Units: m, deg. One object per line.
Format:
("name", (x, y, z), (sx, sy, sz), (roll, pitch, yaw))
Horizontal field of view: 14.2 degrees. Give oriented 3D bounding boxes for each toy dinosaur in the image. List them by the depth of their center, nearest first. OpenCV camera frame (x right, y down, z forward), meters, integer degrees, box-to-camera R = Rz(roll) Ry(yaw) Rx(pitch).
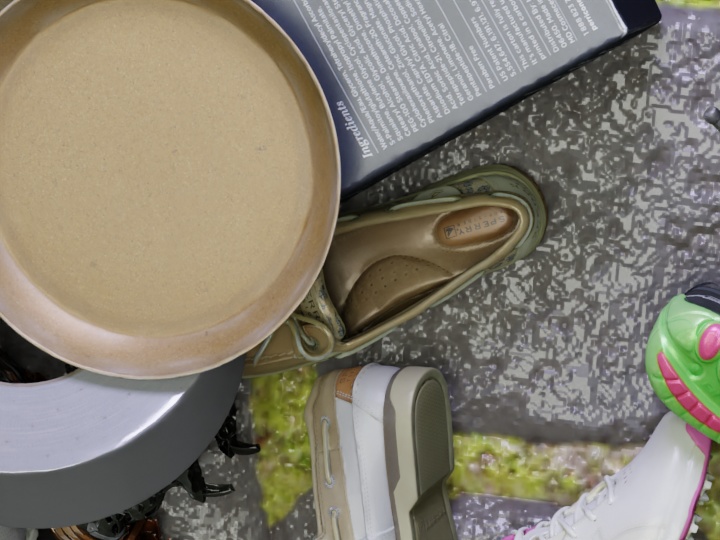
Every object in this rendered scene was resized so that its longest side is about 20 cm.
("toy dinosaur", (-0.132, 0.105, 1.550), (0.136, 0.102, 0.200), (-35, 125, 29))

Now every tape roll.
("tape roll", (-0.160, 0.026, 1.460), (0.199, 0.066, 0.201), (-2, 61, 4))

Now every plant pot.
("plant pot", (-0.104, -0.048, 1.388), (0.199, 0.027, 0.201), (2, 99, 12))

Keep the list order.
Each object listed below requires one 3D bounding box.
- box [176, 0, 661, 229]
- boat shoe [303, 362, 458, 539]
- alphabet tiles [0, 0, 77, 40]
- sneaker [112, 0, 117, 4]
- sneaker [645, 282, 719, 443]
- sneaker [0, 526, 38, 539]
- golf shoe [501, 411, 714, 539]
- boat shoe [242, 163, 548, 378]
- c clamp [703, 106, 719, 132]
("box", (0.033, -0.118, 1.440), (0.200, 0.148, 0.107), (-30, 91, 14))
("boat shoe", (0.010, 0.147, 1.527), (0.068, 0.075, 0.201), (4, 98, 25))
("alphabet tiles", (-0.227, -0.141, 1.488), (0.167, 0.200, 0.008), (44, 63, 1))
("sneaker", (-0.117, -0.102, 1.475), (0.087, 0.075, 0.200), (-7, 134, 22))
("sneaker", (0.226, 0.080, 1.465), (0.077, 0.084, 0.200), (-33, 108, 28))
("sneaker", (-0.163, 0.173, 1.534), (0.115, 0.074, 0.200), (8, 137, 8))
("golf shoe", (0.112, 0.152, 1.495), (0.091, 0.075, 0.200), (27, 101, -2))
("boat shoe", (0.000, 0.000, 1.505), (0.200, 0.063, 0.073), (-27, 93, 12))
("c clamp", (0.217, 0.038, 1.416), (0.171, 0.200, 0.027), (36, 132, -22))
